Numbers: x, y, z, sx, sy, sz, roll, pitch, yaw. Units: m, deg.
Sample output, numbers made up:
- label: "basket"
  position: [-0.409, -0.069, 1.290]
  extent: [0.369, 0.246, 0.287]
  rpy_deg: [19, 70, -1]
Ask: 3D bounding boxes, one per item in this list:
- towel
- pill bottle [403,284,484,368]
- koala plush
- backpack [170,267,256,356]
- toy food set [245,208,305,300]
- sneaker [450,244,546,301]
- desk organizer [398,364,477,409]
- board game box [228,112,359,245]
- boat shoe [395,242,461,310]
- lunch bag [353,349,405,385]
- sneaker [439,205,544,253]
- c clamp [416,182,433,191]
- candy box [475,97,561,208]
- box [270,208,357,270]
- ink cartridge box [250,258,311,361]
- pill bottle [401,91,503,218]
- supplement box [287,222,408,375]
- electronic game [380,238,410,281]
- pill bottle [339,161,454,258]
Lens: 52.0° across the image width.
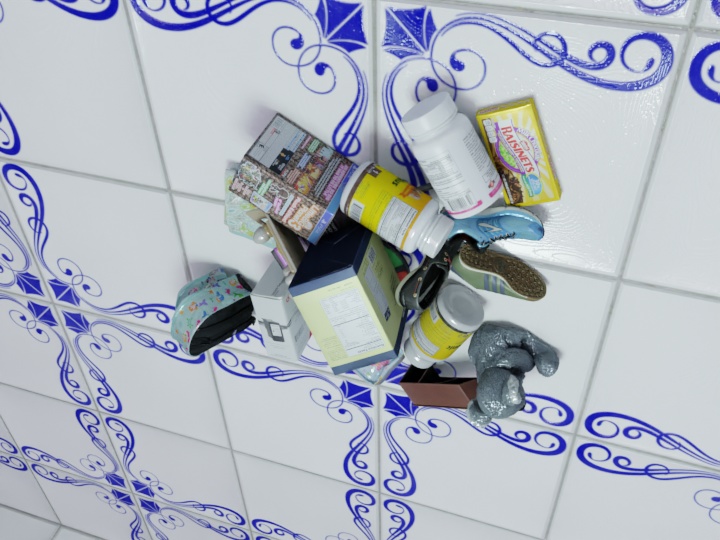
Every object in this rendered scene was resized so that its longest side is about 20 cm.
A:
- label: "towel"
  position: [-0.201, -0.127, 1.586]
  extent: [0.198, 0.048, 0.172]
  rpy_deg: [18, 136, 8]
- label: "pill bottle"
  position: [0.173, 0.129, 1.601]
  extent: [0.111, 0.112, 0.200]
  rpy_deg: [31, 136, -5]
- label: "koala plush"
  position: [0.299, 0.235, 1.575]
  extent: [0.183, 0.201, 0.177]
  rpy_deg: [38, 135, -11]
- label: "backpack"
  position: [-0.360, 0.103, 1.762]
  extent: [0.150, 0.200, 0.178]
  rpy_deg: [40, 139, 15]
- label: "toy food set"
  position: [-0.149, -0.020, 1.453]
  extent: [0.060, 0.201, 0.143]
  rpy_deg: [-32, 159, 8]
- label: "sneaker"
  position: [0.271, 0.011, 1.491]
  extent: [0.198, 0.068, 0.090]
  rpy_deg: [24, 158, -11]
- label: "desk organizer"
  position: [0.189, 0.267, 1.713]
  extent: [0.199, 0.072, 0.077]
  rpy_deg: [-8, 124, 49]
- label: "board game box"
  position: [-0.124, -0.178, 1.425]
  extent: [0.199, 0.160, 0.097]
  rpy_deg: [33, 136, -6]
- label: "boat shoe"
  position: [0.147, -0.005, 1.414]
  extent: [0.063, 0.202, 0.074]
  rpy_deg: [16, 150, 44]
- label: "lunch bag"
  position: [0.000, 0.151, 1.643]
  extent: [0.200, 0.127, 0.170]
  rpy_deg: [42, 176, 11]
- label: "sneaker"
  position: [0.244, -0.067, 1.386]
  extent: [0.197, 0.091, 0.079]
  rpy_deg: [4, 155, 11]
- label: "c clamp"
  position: [0.129, -0.139, 1.437]
  extent: [0.198, 0.027, 0.172]
  rpy_deg: [-11, 125, 31]
- label: "candy box"
  position: [0.283, -0.203, 1.310]
  extent: [0.101, 0.027, 0.201]
  rpy_deg: [-9, 126, 28]
- label: "box"
  position: [-0.072, -0.033, 1.553]
  extent: [0.199, 0.036, 0.144]
  rpy_deg: [-32, 97, 20]
- label: "ink cartridge box"
  position: [-0.168, 0.084, 1.691]
  extent: [0.082, 0.146, 0.202]
  rpy_deg: [9, 133, 20]
- label: "pill bottle"
  position: [0.160, -0.203, 1.301]
  extent: [0.113, 0.114, 0.201]
  rpy_deg: [-17, 117, 35]
- label: "supplement box"
  position: [-0.014, 0.048, 1.391]
  extent: [0.133, 0.201, 0.201]
  rpy_deg: [-18, 114, 20]
- label: "electronic game"
  position: [0.005, 0.019, 1.512]
  extent: [0.197, 0.042, 0.202]
  rpy_deg: [3, 120, 5]
- label: "pill bottle"
  position: [0.069, -0.107, 1.351]
  extent: [0.199, 0.109, 0.110]
  rpy_deg: [32, 137, 10]
